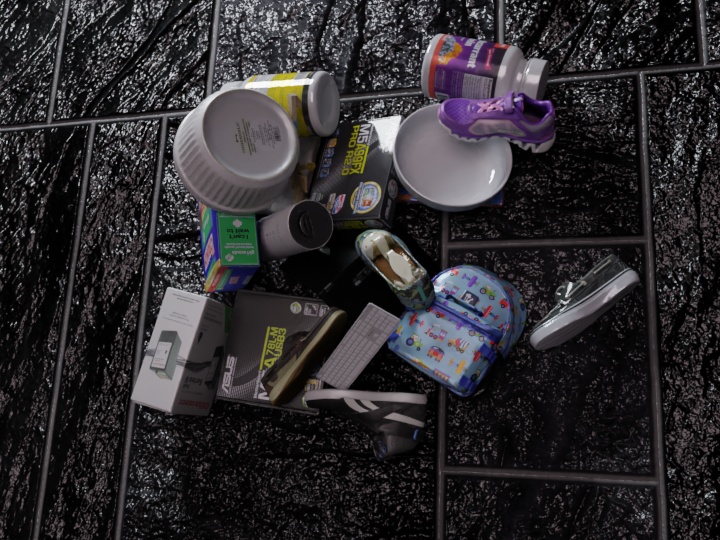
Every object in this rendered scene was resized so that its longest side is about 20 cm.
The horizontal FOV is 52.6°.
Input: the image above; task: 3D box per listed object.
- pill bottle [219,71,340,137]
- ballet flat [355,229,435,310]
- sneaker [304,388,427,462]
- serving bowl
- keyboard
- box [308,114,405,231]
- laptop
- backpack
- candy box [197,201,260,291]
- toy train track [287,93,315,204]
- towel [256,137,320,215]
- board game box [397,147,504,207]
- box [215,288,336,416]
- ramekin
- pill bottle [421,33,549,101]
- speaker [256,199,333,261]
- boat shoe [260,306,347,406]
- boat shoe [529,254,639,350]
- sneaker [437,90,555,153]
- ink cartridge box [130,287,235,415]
[{"bbox_3d":[-0.148,-0.295,1.310,0.200,0.114,0.114,3,77,22],"label":"pill bottle"},{"bbox_3d":[0.049,-0.020,1.136,0.074,0.074,0.200,-45,49,1],"label":"ballet flat"},{"bbox_3d":[0.007,0.250,1.172,0.200,0.073,0.112,2,79,2],"label":"sneaker"},{"bbox_3d":[0.149,-0.181,1.224,0.200,0.066,0.200,2,66,-4],"label":"serving bowl"},{"bbox_3d":[-0.006,0.126,1.157,0.056,0.011,0.200,33,129,-2],"label":"keyboard"},{"bbox_3d":[-0.004,-0.168,1.274,0.160,0.044,0.200,0,67,34],"label":"box"},{"bbox_3d":[0.000,0.000,1.263,0.187,0.116,0.200,-44,97,-14],"label":"laptop"},{"bbox_3d":[0.161,0.083,1.154,0.183,0.135,0.200,34,87,21],"label":"backpack"},{"bbox_3d":[-0.235,-0.077,1.282,0.077,0.169,0.200,-3,75,-22],"label":"candy box"},{"bbox_3d":[-0.101,-0.202,1.248,0.032,0.115,0.200,-12,115,-20],"label":"toy train track"},{"bbox_3d":[-0.149,-0.196,1.365,0.132,0.034,0.200,7,79,18],"label":"towel"},{"bbox_3d":[0.154,-0.165,1.278,0.200,0.019,0.103,5,76,17],"label":"board game box"},{"bbox_3d":[-0.141,0.141,1.272,0.193,0.048,0.200,8,78,14],"label":"box"},{"bbox_3d":[-0.194,-0.200,1.181,0.200,0.105,0.200,8,71,-25],"label":"ramekin"},{"bbox_3d":[0.215,-0.336,1.254,0.200,0.111,0.112,16,81,19],"label":"pill bottle"},{"bbox_3d":[-0.123,-0.065,1.237,0.081,0.200,0.081,3,83,-27],"label":"speaker"},{"bbox_3d":[-0.099,0.131,1.188,0.065,0.073,0.200,42,103,22],"label":"boat shoe"},{"bbox_3d":[0.342,0.050,1.152,0.200,0.072,0.071,-34,61,-5],"label":"boat shoe"},{"bbox_3d":[0.227,-0.255,1.181,0.200,0.088,0.081,9,66,1],"label":"sneaker"},{"bbox_3d":[-0.298,0.146,1.264,0.084,0.146,0.200,13,81,17],"label":"ink cartridge box"}]
